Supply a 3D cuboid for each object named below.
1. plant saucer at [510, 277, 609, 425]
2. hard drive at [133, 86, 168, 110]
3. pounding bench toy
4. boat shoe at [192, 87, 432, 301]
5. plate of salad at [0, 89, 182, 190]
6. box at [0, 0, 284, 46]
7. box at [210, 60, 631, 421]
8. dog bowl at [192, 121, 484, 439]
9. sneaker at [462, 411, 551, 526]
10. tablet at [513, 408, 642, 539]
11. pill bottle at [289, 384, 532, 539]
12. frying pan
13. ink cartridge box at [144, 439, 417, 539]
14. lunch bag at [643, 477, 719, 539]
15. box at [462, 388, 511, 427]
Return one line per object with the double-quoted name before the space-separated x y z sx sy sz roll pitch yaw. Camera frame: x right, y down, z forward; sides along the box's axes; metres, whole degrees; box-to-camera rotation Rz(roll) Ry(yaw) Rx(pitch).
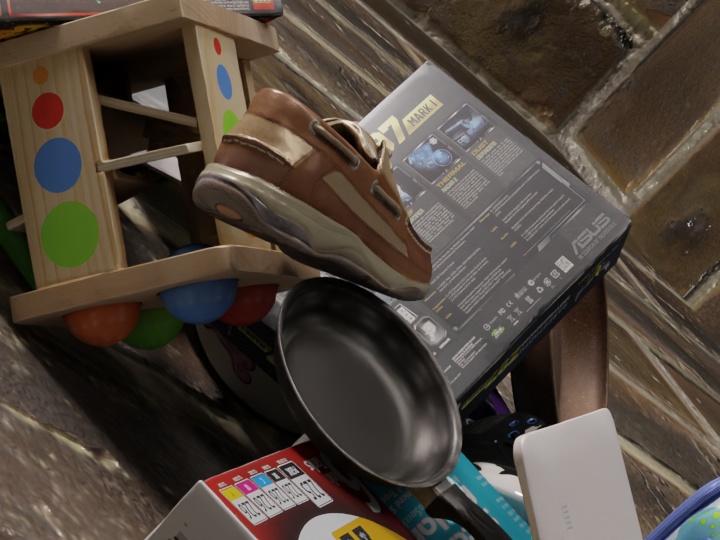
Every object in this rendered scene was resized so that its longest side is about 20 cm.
"plant saucer" 0.126 0.044 1.442 0.200 0.036 0.203 -2 90 -73
"hard drive" -0.100 -0.096 1.511 0.139 0.033 0.200 11 11 -29
"pounding bench toy" -0.141 -0.035 1.165 0.124 0.198 0.158 8 70 -69
"boat shoe" -0.008 -0.036 1.094 0.075 0.072 0.200 20 -4 24
"plate of salad" -0.184 -0.085 1.338 0.199 0.048 0.200 28 0 0
"box" -0.159 -0.131 1.181 0.199 0.137 0.040 -5 82 -35
"box" 0.030 -0.003 1.251 0.157 0.200 0.051 39 -28 15
"dog bowl" 0.000 0.000 1.318 0.200 0.199 0.074 49 -26 21
"sneaker" 0.088 0.117 1.219 0.199 0.112 0.074 2 -63 50
"tablet" 0.122 0.170 1.078 0.130 0.014 0.202 -7 83 -64
"pill bottle" 0.040 0.160 1.115 0.200 0.111 0.111 46 11 9
"frying pan" 0.028 0.080 1.069 0.190 0.031 0.115 42 33 -14
"ink cartridge box" -0.009 0.170 0.966 0.176 0.084 0.200 46 10 8
"lunch bag" 0.178 0.209 1.209 0.160 0.200 0.083 34 15 -46
"box" 0.040 0.100 1.437 0.141 0.079 0.200 35 14 -32
